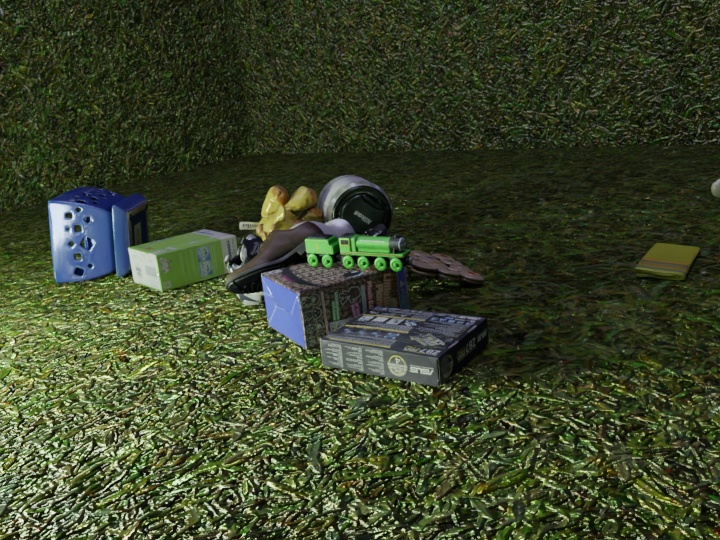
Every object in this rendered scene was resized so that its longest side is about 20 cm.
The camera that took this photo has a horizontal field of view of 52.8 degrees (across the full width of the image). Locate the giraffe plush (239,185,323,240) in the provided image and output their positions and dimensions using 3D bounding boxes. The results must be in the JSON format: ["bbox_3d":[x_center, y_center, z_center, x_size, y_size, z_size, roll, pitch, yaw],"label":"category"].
[{"bbox_3d":[-0.177,-0.100,1.668,0.198,0.174,0.162,-16,18,-7],"label":"giraffe plush"}]

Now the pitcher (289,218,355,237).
[{"bbox_3d":[-0.114,-0.036,1.537,0.171,0.122,0.200,-29,2,22],"label":"pitcher"}]

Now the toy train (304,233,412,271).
[{"bbox_3d":[-0.006,-0.033,1.195,0.199,0.057,0.042,3,18,30],"label":"toy train"}]

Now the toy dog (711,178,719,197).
[{"bbox_3d":[0.953,-0.198,1.689,0.193,0.140,0.200,30,10,-10],"label":"toy dog"}]

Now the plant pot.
[{"bbox_3d":[-0.616,-0.088,1.742,0.178,0.202,0.200,2,16,1],"label":"plant pot"}]

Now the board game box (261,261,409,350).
[{"bbox_3d":[-0.043,0.043,1.225,0.199,0.098,0.159,-15,18,-28],"label":"board game box"}]

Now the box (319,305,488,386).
[{"bbox_3d":[0.066,0.104,1.063,0.199,0.050,0.161,5,17,33],"label":"box"}]

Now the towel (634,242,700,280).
[{"bbox_3d":[0.580,-0.018,1.363,0.086,0.018,0.200,10,21,30],"label":"towel"}]

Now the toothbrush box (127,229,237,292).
[{"bbox_3d":[-0.394,-0.026,1.624,0.199,0.087,0.145,-20,20,-38],"label":"toothbrush box"}]

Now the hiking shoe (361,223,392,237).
[{"bbox_3d":[0.000,0.000,1.382,0.200,0.101,0.076,-35,10,40],"label":"hiking shoe"}]

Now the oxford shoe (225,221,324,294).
[{"bbox_3d":[-0.155,-0.023,1.288,0.199,0.073,0.085,-28,60,-15],"label":"oxford shoe"}]

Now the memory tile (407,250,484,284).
[{"bbox_3d":[0.143,-0.013,1.421,0.152,0.017,0.200,9,12,-18],"label":"memory tile"}]

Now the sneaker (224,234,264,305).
[{"bbox_3d":[-0.163,-0.014,1.343,0.198,0.130,0.080,-9,41,24],"label":"sneaker"}]

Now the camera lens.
[{"bbox_3d":[-0.017,-0.146,1.769,0.159,0.161,0.200,-9,16,-12],"label":"camera lens"}]
